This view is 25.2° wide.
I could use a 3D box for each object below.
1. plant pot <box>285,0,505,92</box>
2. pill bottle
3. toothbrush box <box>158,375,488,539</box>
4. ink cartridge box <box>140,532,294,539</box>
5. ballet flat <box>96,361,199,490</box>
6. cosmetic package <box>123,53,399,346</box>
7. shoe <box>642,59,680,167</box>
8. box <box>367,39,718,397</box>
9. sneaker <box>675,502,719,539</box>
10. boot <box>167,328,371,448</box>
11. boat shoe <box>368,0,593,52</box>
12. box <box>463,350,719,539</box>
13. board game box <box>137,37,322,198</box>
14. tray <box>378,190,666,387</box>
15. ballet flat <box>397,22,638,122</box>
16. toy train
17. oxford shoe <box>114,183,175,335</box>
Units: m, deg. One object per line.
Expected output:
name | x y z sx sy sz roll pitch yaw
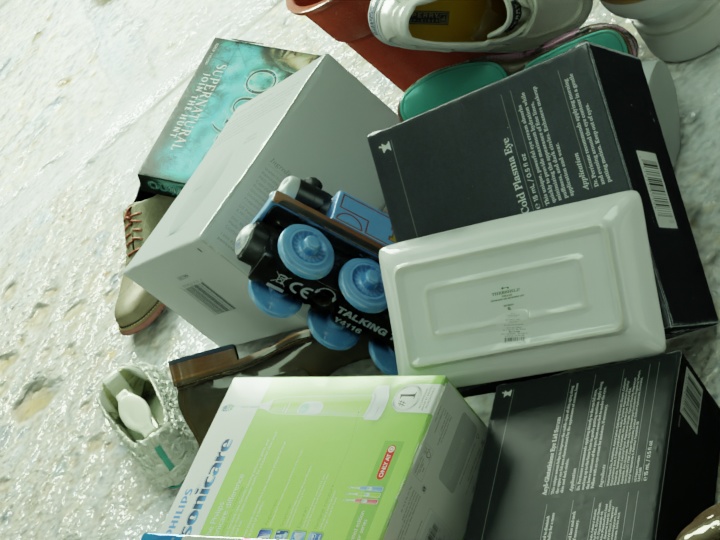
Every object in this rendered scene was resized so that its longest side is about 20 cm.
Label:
plant pot | 0.073 -0.230 1.393 0.200 0.195 0.201 -38 25 21
pill bottle | 0.227 -0.268 1.294 0.114 0.200 0.115 -26 37 22
toothbrush box | -0.024 0.155 1.116 0.199 0.086 0.146 -3 50 38
ink cartridge box | -0.051 0.229 1.037 0.199 0.116 0.068 -5 49 39
ballet flat | -0.193 0.119 1.416 0.072 0.072 0.200 -45 33 -4
cosmetic package | -0.076 -0.054 1.390 0.201 0.123 0.199 -59 18 -21
shoe | 0.186 -0.076 1.238 0.090 0.072 0.201 -8 51 32
box | 0.127 -0.031 1.134 0.181 0.104 0.202 -19 81 28
sneaker | 0.273 0.129 0.942 0.199 0.071 0.076 -23 27 11
boot | -0.050 0.098 1.308 0.198 0.098 0.075 -12 -4 5
boat shoe | 0.108 -0.204 1.278 0.198 0.072 0.070 -5 19 -26
box | 0.143 0.162 1.017 0.140 0.079 0.201 -11 45 33
board game box | -0.120 -0.147 1.604 0.134 0.028 0.201 11 53 16
tray | 0.100 0.018 1.077 0.199 0.022 0.108 -12 86 30
ballet flat | 0.130 -0.147 1.304 0.198 0.070 0.071 -18 -5 12
toy train | 0.000 0.000 1.243 0.087 0.199 0.115 -50 18 47
oxford shoe | -0.214 -0.025 1.584 0.070 0.075 0.201 -20 40 29
